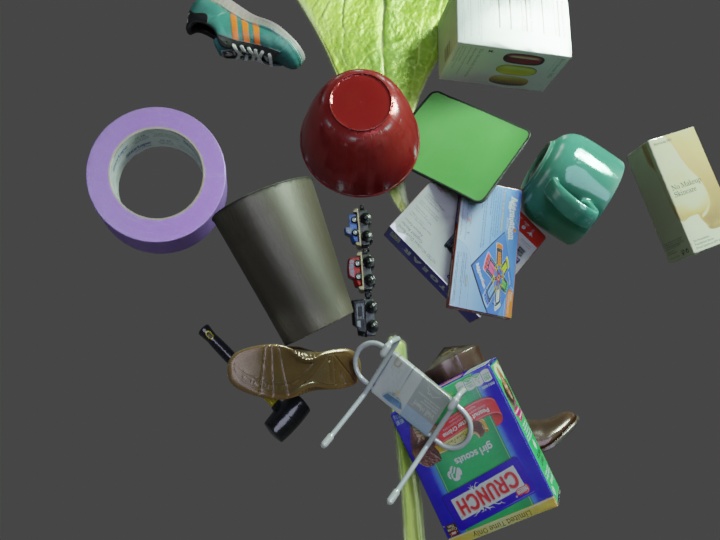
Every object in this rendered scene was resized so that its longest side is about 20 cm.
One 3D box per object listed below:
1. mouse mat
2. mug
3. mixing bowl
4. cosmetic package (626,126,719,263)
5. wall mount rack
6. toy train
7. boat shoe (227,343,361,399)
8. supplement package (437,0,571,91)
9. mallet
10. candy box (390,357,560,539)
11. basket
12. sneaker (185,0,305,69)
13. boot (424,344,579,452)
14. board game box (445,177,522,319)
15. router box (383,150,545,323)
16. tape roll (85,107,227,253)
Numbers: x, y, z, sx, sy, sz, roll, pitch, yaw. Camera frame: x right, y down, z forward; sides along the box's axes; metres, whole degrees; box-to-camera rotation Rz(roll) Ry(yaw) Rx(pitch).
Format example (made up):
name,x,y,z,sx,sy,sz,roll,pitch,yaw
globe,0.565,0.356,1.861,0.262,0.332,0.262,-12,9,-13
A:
name,x,y,z,sx,sy,sz,roll,pitch,yaw
mouse mat,0.153,-0.202,1.059,0.197,0.008,0.162,30,70,27
mug,0.323,-0.137,1.029,0.113,0.185,0.154,32,83,2
mixing bowl,0.000,-0.229,1.014,0.193,0.109,0.206,0,70,-1
cosmetic package,0.547,-0.128,1.127,0.103,0.071,0.205,-18,81,-13
wall mount rack,0.046,0.196,0.888,0.198,0.074,0.176,36,103,16
toy train,0.000,0.000,1.019,0.044,0.034,0.207,-4,78,2
boat shoe,-0.098,0.140,0.930,0.195,0.071,0.075,0,82,-29
supplement package,0.237,-0.386,1.107,0.193,0.114,0.113,4,75,-9
mallet,-0.165,0.162,0.951,0.198,0.041,0.066,37,70,4
candy box,0.159,0.254,0.927,0.167,0.077,0.204,-30,82,20
basket,-0.099,-0.009,0.948,0.179,0.134,0.205,-21,87,-52
sneaker,-0.185,-0.362,1.051,0.196,0.071,0.081,29,78,3
boot,0.212,0.186,1.001,0.183,0.064,0.204,-26,79,-13
board game box,0.191,-0.035,1.016,0.100,0.019,0.206,10,76,-6
router box,0.166,-0.054,1.051,0.200,0.049,0.180,43,74,1
tape roll,-0.296,-0.132,0.977,0.194,0.066,0.207,2,78,-10
